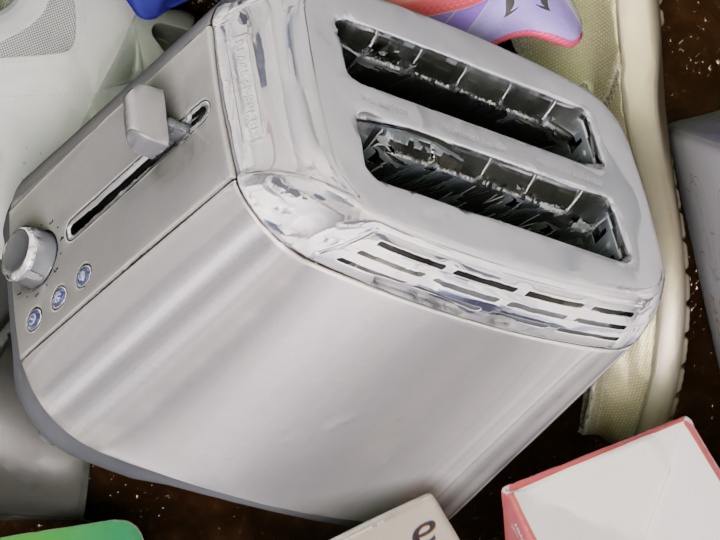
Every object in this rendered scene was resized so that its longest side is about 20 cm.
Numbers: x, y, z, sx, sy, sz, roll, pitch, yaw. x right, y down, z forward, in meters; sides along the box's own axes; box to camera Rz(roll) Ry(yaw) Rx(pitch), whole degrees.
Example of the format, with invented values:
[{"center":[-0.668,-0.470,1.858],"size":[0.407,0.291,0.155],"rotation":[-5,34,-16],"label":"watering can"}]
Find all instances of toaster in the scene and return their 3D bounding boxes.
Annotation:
[{"center":[0.000,0.000,0.679],"size":[0.199,0.114,0.129],"rotation":[18,136,-32],"label":"toaster"}]

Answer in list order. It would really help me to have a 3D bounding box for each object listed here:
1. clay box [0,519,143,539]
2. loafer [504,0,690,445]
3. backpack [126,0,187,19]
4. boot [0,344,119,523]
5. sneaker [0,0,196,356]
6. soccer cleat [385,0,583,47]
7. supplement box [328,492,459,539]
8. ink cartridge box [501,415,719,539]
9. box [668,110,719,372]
[{"center":[-0.104,0.192,0.774],"size":[0.114,0.048,0.202],"rotation":[-10,77,22],"label":"clay box"},{"center":[0.072,-0.035,0.772],"size":[0.068,0.076,0.202],"rotation":[-5,86,4],"label":"loafer"},{"center":[-0.025,-0.189,0.708],"size":[0.199,0.168,0.163],"rotation":[-34,126,1],"label":"backpack"},{"center":[-0.154,-0.004,0.790],"size":[0.137,0.077,0.202],"rotation":[-1,99,-9],"label":"boot"},{"center":[-0.134,-0.027,0.735],"size":[0.088,0.074,0.201],"rotation":[33,56,-14],"label":"sneaker"},{"center":[-0.015,-0.047,0.747],"size":[0.076,0.067,0.200],"rotation":[44,120,-6],"label":"soccer cleat"},{"center":[0.020,0.185,0.683],"size":[0.073,0.126,0.201],"rotation":[-23,76,-30],"label":"supplement box"},{"center":[0.100,0.155,0.718],"size":[0.067,0.201,0.117],"rotation":[-20,52,-9],"label":"ink cartridge box"},{"center":[0.171,0.019,0.705],"size":[0.106,0.200,0.153],"rotation":[-13,96,2],"label":"box"}]
